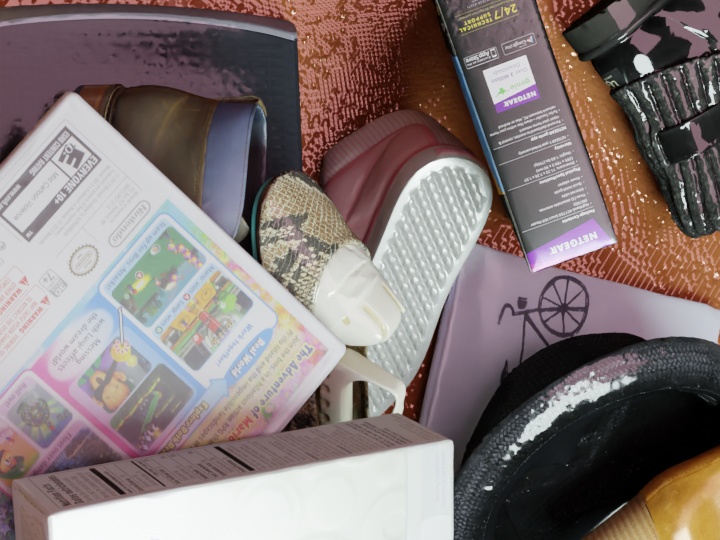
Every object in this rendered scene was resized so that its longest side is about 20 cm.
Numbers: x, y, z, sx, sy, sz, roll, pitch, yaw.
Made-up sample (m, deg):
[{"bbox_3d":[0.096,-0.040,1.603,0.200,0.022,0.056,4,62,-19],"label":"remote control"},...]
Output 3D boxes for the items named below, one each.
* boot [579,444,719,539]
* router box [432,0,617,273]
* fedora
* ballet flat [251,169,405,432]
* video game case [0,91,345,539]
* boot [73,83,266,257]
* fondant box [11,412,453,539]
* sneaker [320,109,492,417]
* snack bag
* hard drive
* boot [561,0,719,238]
[{"bbox_3d":[0.211,0.183,0.920,0.143,0.071,0.202,-30,118,4],"label":"boot"},{"bbox_3d":[0.084,-0.090,0.909,0.051,0.200,0.150,-19,97,6],"label":"router box"},{"bbox_3d":[0.125,0.102,0.945,0.199,0.092,0.202,-9,123,-15],"label":"fedora"},{"bbox_3d":[-0.009,0.045,0.870,0.068,0.075,0.201,-36,134,-44],"label":"ballet flat"},{"bbox_3d":[-0.134,0.052,0.783,0.182,0.024,0.200,43,78,-14],"label":"video game case"},{"bbox_3d":[-0.096,0.002,0.828,0.096,0.075,0.202,-3,78,10],"label":"boot"},{"bbox_3d":[-0.054,0.155,0.777,0.198,0.058,0.146,-7,103,-26],"label":"fondant box"},{"bbox_3d":[0.000,0.000,0.952,0.075,0.105,0.201,20,112,-27],"label":"sneaker"},{"bbox_3d":[0.119,0.094,1.018,0.198,0.021,0.190,14,84,-21],"label":"snack bag"},{"bbox_3d":[-0.123,-0.078,0.911,0.198,0.042,0.136,-2,90,-21],"label":"hard drive"},{"bbox_3d":[0.240,-0.136,1.032,0.211,0.079,0.158,-38,96,-6],"label":"boot"}]
